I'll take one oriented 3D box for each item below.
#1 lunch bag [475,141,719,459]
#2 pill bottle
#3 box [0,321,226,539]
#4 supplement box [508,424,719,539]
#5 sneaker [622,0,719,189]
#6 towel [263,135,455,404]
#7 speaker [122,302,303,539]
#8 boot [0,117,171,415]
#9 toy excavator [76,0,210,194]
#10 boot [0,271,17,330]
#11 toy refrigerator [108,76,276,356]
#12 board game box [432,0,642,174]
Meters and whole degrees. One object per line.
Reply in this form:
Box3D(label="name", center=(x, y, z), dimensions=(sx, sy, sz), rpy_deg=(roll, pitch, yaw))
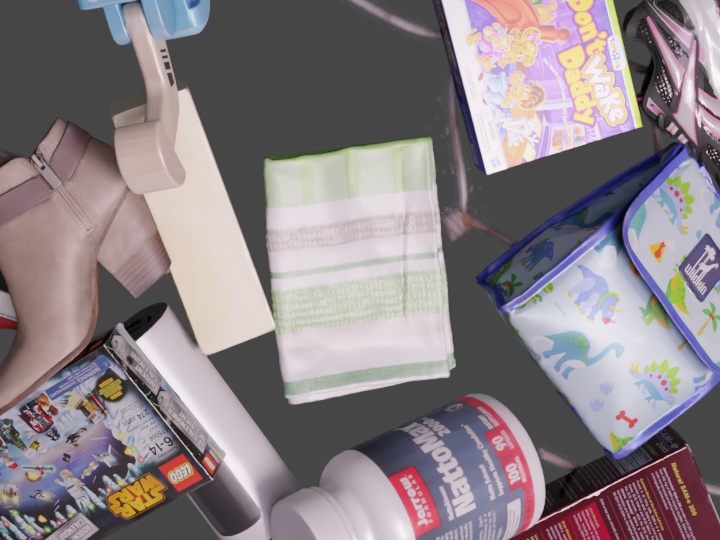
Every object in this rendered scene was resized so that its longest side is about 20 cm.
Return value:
Box3D(label="lunch bag", center=(0.224, 0.021, 1.538), dimensions=(0.200, 0.127, 0.170), rpy_deg=(-37, 108, 0))
Box3D(label="pill bottle", center=(0.035, 0.186, 1.517), dimensions=(0.199, 0.119, 0.120), rpy_deg=(-22, 106, -28))
Box3D(label="box", center=(-0.222, 0.142, 1.495), dimensions=(0.199, 0.040, 0.137), rpy_deg=(-30, 107, 27))
Box3D(label="supplement box", center=(0.198, 0.225, 1.614), dimensions=(0.199, 0.061, 0.109), rpy_deg=(-25, 106, -2))
Box3D(label="sneaker", center=(0.266, -0.133, 1.548), dimensions=(0.086, 0.080, 0.201), rpy_deg=(-18, 97, 8))
Box3D(label="towel", center=(0.000, 0.000, 1.537), dimensions=(0.148, 0.031, 0.202), rpy_deg=(-10, 104, -17))
Box3D(label="speaker", center=(-0.130, 0.125, 1.530), dimensions=(0.081, 0.081, 0.201), rpy_deg=(-34, 106, 0))
Box3D(label="boot", center=(-0.243, -0.009, 1.428), dimensions=(0.200, 0.070, 0.146), rpy_deg=(-43, 107, -8))
Box3D(label="toy excavator", center=(-0.153, -0.180, 1.407), dimensions=(0.099, 0.195, 0.201), rpy_deg=(-10, 115, 14))
Box3D(label="boot", center=(-0.342, 0.051, 1.490), dimensions=(0.199, 0.072, 0.145), rpy_deg=(14, 108, -13))
Box3D(label="toy refrigerator", center=(-0.134, -0.042, 1.494), dimensions=(0.069, 0.076, 0.201), rpy_deg=(-20, 106, -4))
Box3D(label="board game box", center=(0.133, -0.193, 1.519), dimensions=(0.133, 0.045, 0.201), rpy_deg=(-18, 104, -5))
